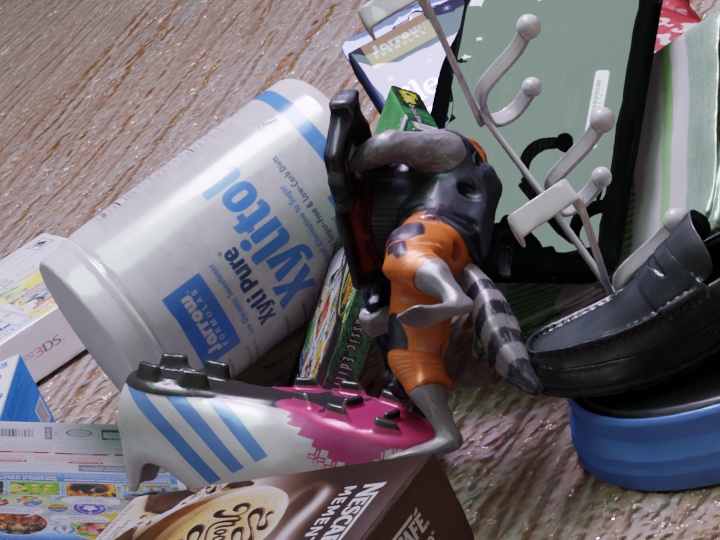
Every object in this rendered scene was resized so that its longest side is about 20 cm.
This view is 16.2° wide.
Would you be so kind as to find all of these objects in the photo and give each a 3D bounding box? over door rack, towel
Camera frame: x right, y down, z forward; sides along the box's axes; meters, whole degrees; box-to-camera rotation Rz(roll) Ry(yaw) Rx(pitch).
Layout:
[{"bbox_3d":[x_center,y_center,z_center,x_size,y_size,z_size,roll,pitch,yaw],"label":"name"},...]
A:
[{"bbox_3d":[0.094,-0.066,1.277,0.066,0.148,0.200,-39,-23,9],"label":"over door rack"},{"bbox_3d":[0.135,-0.044,1.429,0.200,0.023,0.154,-32,43,43],"label":"towel"}]

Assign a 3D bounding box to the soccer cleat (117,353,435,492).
[{"bbox_3d":[-0.045,0.103,1.414,0.199,0.087,0.070,10,12,24],"label":"soccer cleat"}]

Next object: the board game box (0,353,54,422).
[{"bbox_3d":[-0.304,0.151,1.624,0.195,0.056,0.200,-23,19,8],"label":"board game box"}]

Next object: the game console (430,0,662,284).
[{"bbox_3d":[0.093,-0.064,1.472,0.174,0.116,0.201,1,64,24],"label":"game console"}]

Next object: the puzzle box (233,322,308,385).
[{"bbox_3d":[-0.062,0.010,1.641,0.199,0.026,0.133,-28,45,-3],"label":"puzzle box"}]

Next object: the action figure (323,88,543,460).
[{"bbox_3d":[0.043,0.009,1.313,0.104,0.201,0.194,-7,45,9],"label":"action figure"}]

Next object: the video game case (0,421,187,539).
[{"bbox_3d":[-0.171,0.131,1.464,0.142,0.018,0.200,2,17,-8],"label":"video game case"}]

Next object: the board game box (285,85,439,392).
[{"bbox_3d":[0.000,0.000,1.470,0.023,0.201,0.105,17,15,-9],"label":"board game box"}]

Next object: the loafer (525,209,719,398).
[{"bbox_3d":[0.169,0.004,1.250,0.199,0.071,0.068,-22,20,13],"label":"loafer"}]

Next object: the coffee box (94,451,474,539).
[{"bbox_3d":[-0.051,0.160,1.231,0.199,0.080,0.113,-12,23,37],"label":"coffee box"}]

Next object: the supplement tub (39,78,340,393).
[{"bbox_3d":[-0.082,-0.012,1.560,0.200,0.132,0.132,-38,21,-13],"label":"supplement tub"}]

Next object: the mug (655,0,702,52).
[{"bbox_3d":[0.189,-0.113,1.514,0.132,0.179,0.200,-3,14,-24],"label":"mug"}]

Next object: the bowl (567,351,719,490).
[{"bbox_3d":[0.195,0.040,1.293,0.199,0.040,0.201,-24,19,8],"label":"bowl"}]

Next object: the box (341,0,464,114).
[{"bbox_3d":[0.072,-0.126,1.740,0.121,0.032,0.201,-28,52,-4],"label":"box"}]

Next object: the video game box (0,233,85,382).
[{"bbox_3d":[-0.268,0.046,1.870,0.199,0.047,0.182,-35,19,-22],"label":"video game box"}]

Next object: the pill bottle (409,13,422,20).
[{"bbox_3d":[0.113,-0.183,1.860,0.199,0.120,0.120,-14,22,32],"label":"pill bottle"}]
